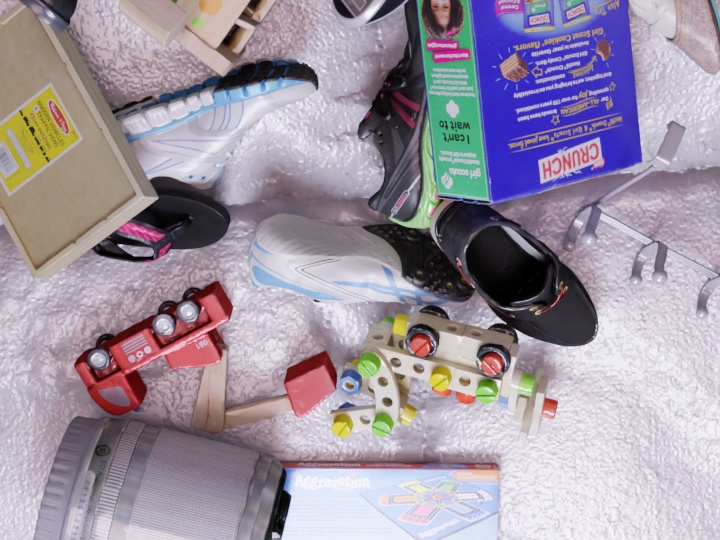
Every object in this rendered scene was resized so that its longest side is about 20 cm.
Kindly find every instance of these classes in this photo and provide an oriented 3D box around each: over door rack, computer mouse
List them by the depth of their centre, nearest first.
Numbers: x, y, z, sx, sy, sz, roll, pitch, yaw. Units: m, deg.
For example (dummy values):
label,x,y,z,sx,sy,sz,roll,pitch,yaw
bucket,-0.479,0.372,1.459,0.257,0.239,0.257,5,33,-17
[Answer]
label,x,y,z,sx,sy,sz,roll,pitch,yaw
over door rack,0.264,-0.027,1.293,0.147,0.200,0.067,27,65,-6
computer mouse,0.047,-0.281,1.296,0.044,0.110,0.200,19,118,-41

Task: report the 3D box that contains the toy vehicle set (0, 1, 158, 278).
label,x,y,z,sx,sy,sz,roll,pitch,yaw
toy vehicle set,-0.266,-0.111,1.316,0.124,0.026,0.201,-33,80,17

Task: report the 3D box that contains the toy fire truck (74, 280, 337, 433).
label,x,y,z,sx,sy,sz,roll,pitch,yaw
toy fire truck,-0.135,0.090,1.391,0.199,0.049,0.142,-28,101,7

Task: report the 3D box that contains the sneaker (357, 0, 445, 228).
label,x,y,z,sx,sy,sz,roll,pitch,yaw
sneaker,0.038,-0.137,1.323,0.083,0.077,0.202,5,92,15

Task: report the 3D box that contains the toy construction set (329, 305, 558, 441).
label,x,y,z,sx,sy,sz,roll,pitch,yaw
toy construction set,0.076,0.098,1.362,0.198,0.092,0.132,7,121,-2

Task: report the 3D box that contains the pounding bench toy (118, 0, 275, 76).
label,x,y,z,sx,sy,sz,roll,pitch,yaw
pounding bench toy,-0.109,-0.253,1.236,0.124,0.200,0.156,36,101,-7

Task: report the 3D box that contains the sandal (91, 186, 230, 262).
label,x,y,z,sx,sy,sz,roll,pitch,yaw
sandal,-0.208,-0.032,1.352,0.198,0.045,0.075,0,142,6

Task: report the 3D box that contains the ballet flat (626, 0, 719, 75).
label,x,y,z,sx,sy,sz,roll,pitch,yaw
ballet flat,0.243,-0.252,1.302,0.067,0.068,0.202,-17,92,-6

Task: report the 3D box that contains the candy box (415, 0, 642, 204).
label,x,y,z,sx,sy,sz,roll,pitch,yaw
candy box,0.136,-0.169,1.280,0.168,0.077,0.202,-15,104,-32

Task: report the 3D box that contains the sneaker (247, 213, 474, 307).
label,x,y,z,sx,sy,sz,roll,pitch,yaw
sneaker,0.000,0.000,1.368,0.198,0.072,0.073,11,138,-9

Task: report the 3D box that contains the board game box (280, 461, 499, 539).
label,x,y,z,sx,sy,sz,roll,pitch,yaw
board game box,0.026,0.225,1.435,0.198,0.019,0.104,1,104,0

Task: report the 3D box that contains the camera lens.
label,x,y,z,sx,sy,sz,roll,pitch,yaw
camera lens,-0.167,0.219,1.361,0.198,0.160,0.161,14,103,-1

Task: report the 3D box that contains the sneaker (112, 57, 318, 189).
label,x,y,z,sx,sy,sz,roll,pitch,yaw
sneaker,-0.123,-0.117,1.340,0.198,0.075,0.087,-17,109,13

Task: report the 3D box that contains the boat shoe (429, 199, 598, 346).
label,x,y,z,sx,sy,sz,roll,pitch,yaw
boat shoe,0.138,0.012,1.334,0.074,0.063,0.201,-47,125,5

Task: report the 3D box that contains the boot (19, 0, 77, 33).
label,x,y,z,sx,sy,sz,roll,pitch,yaw
boot,-0.202,-0.298,1.252,0.200,0.165,0.066,-45,125,9
